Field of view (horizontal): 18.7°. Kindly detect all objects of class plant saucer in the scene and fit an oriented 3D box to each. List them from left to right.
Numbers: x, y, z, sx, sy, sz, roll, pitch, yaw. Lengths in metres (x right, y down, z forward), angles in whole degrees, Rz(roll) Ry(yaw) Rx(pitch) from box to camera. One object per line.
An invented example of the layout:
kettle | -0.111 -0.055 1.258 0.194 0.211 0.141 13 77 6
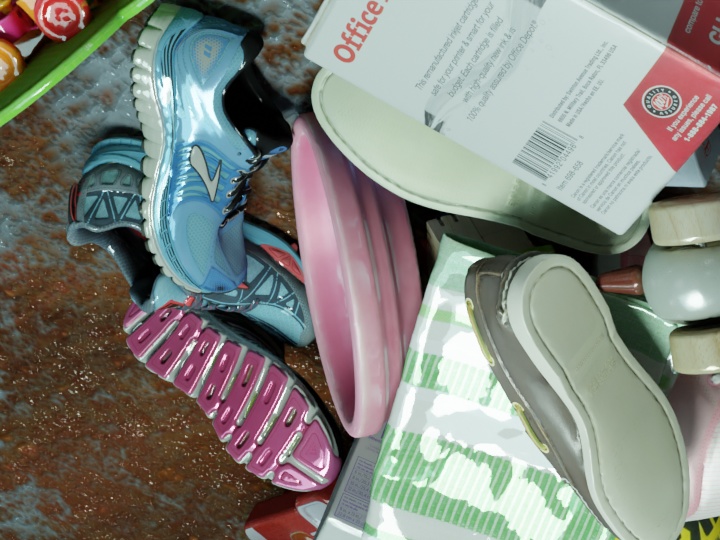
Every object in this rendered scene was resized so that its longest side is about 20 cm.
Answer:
plant saucer | 0.000 0.000 1.343 0.051 0.201 0.201 -10 142 -8

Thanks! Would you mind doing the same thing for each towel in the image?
towel | 0.093 0.091 1.258 0.152 0.023 0.201 17 114 2

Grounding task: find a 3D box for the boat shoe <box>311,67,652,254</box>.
boat shoe | 0.068 -0.073 1.218 0.199 0.066 0.075 18 112 -2

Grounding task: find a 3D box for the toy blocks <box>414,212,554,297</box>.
toy blocks | 0.069 0.020 1.349 0.100 0.137 0.200 -17 137 -12

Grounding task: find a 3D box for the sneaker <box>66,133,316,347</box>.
sneaker | -0.116 0.002 1.471 0.200 0.096 0.079 36 144 -12

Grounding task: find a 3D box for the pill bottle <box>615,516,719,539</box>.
pill bottle | 0.187 0.163 1.438 0.114 0.114 0.200 -2 135 34

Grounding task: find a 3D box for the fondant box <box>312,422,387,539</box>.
fondant box | 0.020 0.128 1.451 0.058 0.200 0.144 22 144 0

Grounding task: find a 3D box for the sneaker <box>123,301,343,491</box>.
sneaker | -0.074 0.079 1.521 0.200 0.074 0.087 38 -164 29

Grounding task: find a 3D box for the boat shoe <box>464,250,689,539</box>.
boat shoe | 0.119 0.073 1.203 0.059 0.072 0.200 7 135 50

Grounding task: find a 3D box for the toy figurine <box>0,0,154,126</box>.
toy figurine | -0.213 -0.206 1.267 0.200 0.150 0.184 -32 107 26

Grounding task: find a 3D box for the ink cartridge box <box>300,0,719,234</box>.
ink cartridge box | 0.089 -0.128 1.118 0.200 0.084 0.144 29 145 -4

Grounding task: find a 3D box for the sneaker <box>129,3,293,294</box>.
sneaker | -0.087 -0.067 1.362 0.090 0.078 0.201 7 127 15

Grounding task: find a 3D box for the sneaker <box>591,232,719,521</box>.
sneaker | 0.191 0.055 1.311 0.104 0.201 0.075 -3 176 4

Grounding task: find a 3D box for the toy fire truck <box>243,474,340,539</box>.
toy fire truck | 0.007 0.233 1.645 0.200 0.112 0.168 42 150 -14

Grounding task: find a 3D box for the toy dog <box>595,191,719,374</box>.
toy dog | 0.206 -0.003 1.187 0.096 0.132 0.200 2 173 44

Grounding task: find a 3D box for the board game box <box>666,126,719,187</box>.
board game box | 0.084 -0.132 1.223 0.199 0.041 0.200 3 138 30
